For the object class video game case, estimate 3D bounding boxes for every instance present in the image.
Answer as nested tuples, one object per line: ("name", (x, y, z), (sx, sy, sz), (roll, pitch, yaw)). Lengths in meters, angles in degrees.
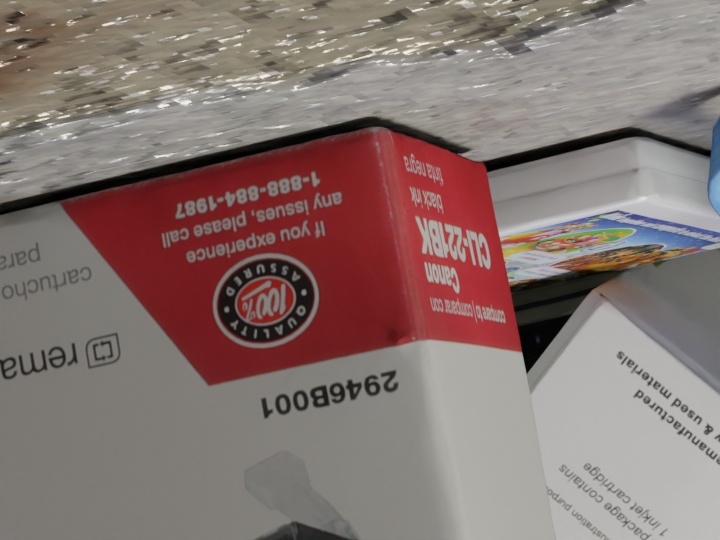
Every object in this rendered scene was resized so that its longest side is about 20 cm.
("video game case", (0.000, 0.000, 0.772), (0.199, 0.018, 0.143), (-13, 173, 20))

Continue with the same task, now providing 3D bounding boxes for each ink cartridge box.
("ink cartridge box", (0.057, 0.097, 0.872), (0.200, 0.084, 0.145), (-53, 171, 16))
("ink cartridge box", (-0.031, 0.084, 0.637), (0.143, 0.201, 0.084), (-13, 174, 16))

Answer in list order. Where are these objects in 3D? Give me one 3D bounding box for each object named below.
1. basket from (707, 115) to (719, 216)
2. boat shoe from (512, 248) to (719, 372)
("basket", (0.196, 0.002, 0.661), (0.176, 0.140, 0.200), (-13, 146, 36))
("boat shoe", (0.094, 0.030, 0.993), (0.199, 0.063, 0.075), (-13, 171, 10))
